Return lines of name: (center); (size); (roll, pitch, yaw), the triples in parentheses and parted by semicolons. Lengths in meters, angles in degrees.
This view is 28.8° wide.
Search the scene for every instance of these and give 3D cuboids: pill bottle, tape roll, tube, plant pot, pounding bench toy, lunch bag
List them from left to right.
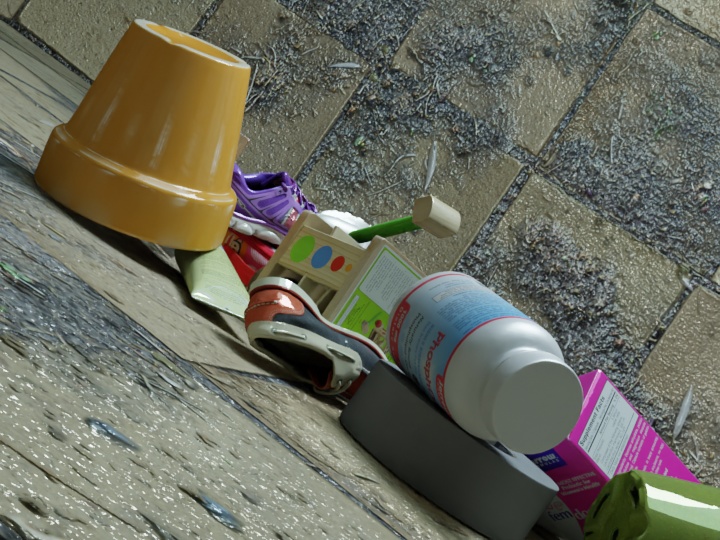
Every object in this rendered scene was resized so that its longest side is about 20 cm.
plant pot: (-0.201, -0.143, 1.401); (0.200, 0.183, 0.200); (22, 12, -5)
tube: (-0.149, 0.009, 1.391); (0.200, 0.058, 0.052); (-133, -153, -67)
lunch bag: (-0.096, 0.013, 1.684); (0.200, 0.082, 0.176); (38, 8, 30)
pounding bench toy: (0.000, 0.000, 1.455); (0.124, 0.200, 0.156); (40, -10, -39)
tape roll: (0.080, 0.164, 1.267); (0.200, 0.066, 0.200); (35, 2, -1)
pill bottle: (0.106, 0.079, 1.202); (0.109, 0.109, 0.200); (34, 3, -27)
plant pot: (0.302, 0.266, 1.254); (0.190, 0.200, 0.200); (23, 5, -10)

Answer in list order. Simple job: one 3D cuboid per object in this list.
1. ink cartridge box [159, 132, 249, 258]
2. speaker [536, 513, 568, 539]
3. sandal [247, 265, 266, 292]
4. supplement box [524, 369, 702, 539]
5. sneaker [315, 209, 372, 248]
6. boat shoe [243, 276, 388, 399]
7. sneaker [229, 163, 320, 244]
ink cartridge box: (-0.191, -0.104, 1.602); (0.050, 0.161, 0.200); (29, 5, -36)
speaker: (0.172, 0.211, 1.454); (0.200, 0.081, 0.081); (34, 3, -32)
sandal: (-0.034, 0.061, 1.555); (0.200, 0.080, 0.054); (31, 1, -16)
supplement box: (0.246, 0.209, 1.388); (0.200, 0.103, 0.101); (48, -42, -14)
sneaker: (0.003, 0.011, 1.614); (0.200, 0.076, 0.081); (43, 29, -29)
boat shoe: (-0.038, 0.081, 1.306); (0.200, 0.071, 0.063); (43, 36, -41)
sneaker: (-0.085, -0.072, 1.654); (0.200, 0.083, 0.081); (18, 18, -35)
